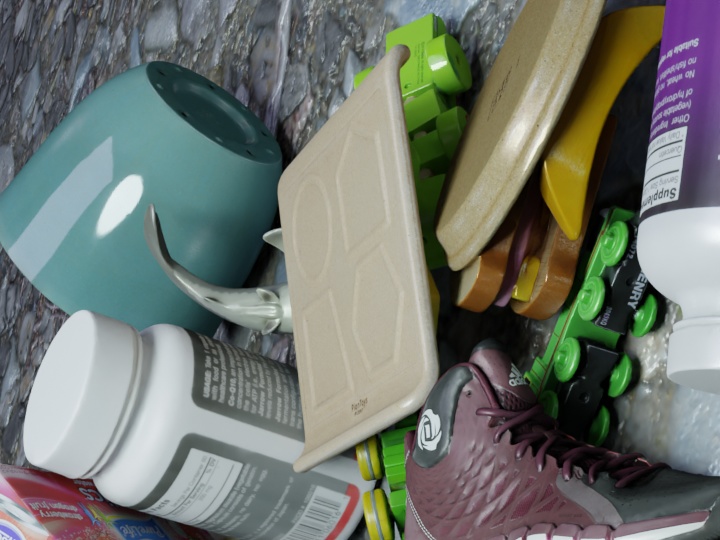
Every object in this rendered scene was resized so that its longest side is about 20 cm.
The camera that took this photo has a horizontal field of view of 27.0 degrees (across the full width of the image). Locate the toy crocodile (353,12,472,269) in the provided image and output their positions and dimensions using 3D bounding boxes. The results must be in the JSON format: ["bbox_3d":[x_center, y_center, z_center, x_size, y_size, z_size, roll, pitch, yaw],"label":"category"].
[{"bbox_3d":[0.040,-0.086,0.914,0.067,0.062,0.201,-25,40,19],"label":"toy crocodile"}]

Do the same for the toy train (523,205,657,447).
[{"bbox_3d":[0.103,0.059,0.747,0.056,0.041,0.201,-123,52,-70],"label":"toy train"}]

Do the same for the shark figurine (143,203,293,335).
[{"bbox_3d":[-0.043,0.007,0.991,0.089,0.213,0.129,-31,-65,-70],"label":"shark figurine"}]

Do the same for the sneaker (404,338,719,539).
[{"bbox_3d":[0.085,0.081,0.673,0.199,0.075,0.116,-19,71,41],"label":"sneaker"}]

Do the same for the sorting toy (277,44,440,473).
[{"bbox_3d":[0.000,0.000,0.840,0.185,0.036,0.201,141,130,-62],"label":"sorting toy"}]

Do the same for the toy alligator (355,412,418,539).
[{"bbox_3d":[0.036,0.143,0.824,0.054,0.059,0.201,73,-174,-50],"label":"toy alligator"}]

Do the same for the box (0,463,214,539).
[{"bbox_3d":[-0.163,0.193,0.915,0.100,0.200,0.096,42,97,28],"label":"box"}]

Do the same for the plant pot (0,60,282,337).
[{"bbox_3d":[-0.153,-0.060,1.151,0.161,0.200,0.201,-51,33,20],"label":"plant pot"}]

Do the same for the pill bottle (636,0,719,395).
[{"bbox_3d":[0.170,-0.053,0.586,0.112,0.112,0.201,-12,67,61],"label":"pill bottle"}]

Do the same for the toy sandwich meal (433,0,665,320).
[{"bbox_3d":[0.099,-0.070,0.766,0.205,0.070,0.206,-155,90,-85],"label":"toy sandwich meal"}]

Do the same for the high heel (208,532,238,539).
[{"bbox_3d":[-0.099,0.212,1.078,0.143,0.071,0.201,95,158,-65],"label":"high heel"}]

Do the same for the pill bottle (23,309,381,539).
[{"bbox_3d":[-0.097,0.100,0.926,0.114,0.199,0.114,-41,38,42],"label":"pill bottle"}]
